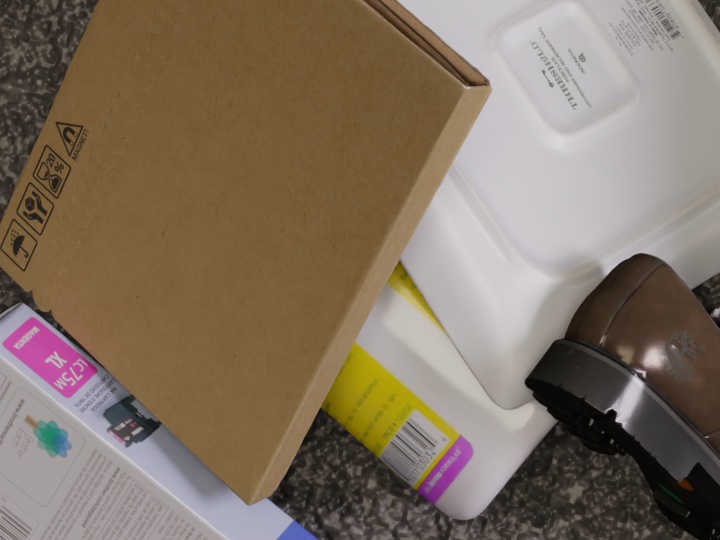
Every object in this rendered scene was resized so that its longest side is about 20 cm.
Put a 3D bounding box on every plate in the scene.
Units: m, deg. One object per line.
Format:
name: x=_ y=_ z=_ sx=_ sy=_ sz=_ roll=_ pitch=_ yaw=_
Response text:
plate: x=0.074 y=-0.074 z=1.080 sx=0.199 sy=0.032 sz=0.200 roll=-30 pitch=83 yaw=-34

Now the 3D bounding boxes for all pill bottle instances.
pill bottle: x=0.000 y=0.000 z=1.105 sx=0.200 sy=0.104 sz=0.104 roll=41 pitch=92 yaw=5

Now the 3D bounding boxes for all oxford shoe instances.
oxford shoe: x=0.148 y=0.062 z=1.064 sx=0.072 sy=0.200 sz=0.085 roll=20 pitch=72 yaw=43

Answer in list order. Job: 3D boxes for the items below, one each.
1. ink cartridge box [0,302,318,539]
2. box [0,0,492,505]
ink cartridge box: x=-0.091 y=0.118 z=1.113 sx=0.200 sy=0.042 sz=0.120 roll=39 pitch=128 yaw=7
box: x=-0.052 y=-0.036 z=1.043 sx=0.163 sy=0.021 sz=0.201 roll=42 pitch=121 yaw=24
